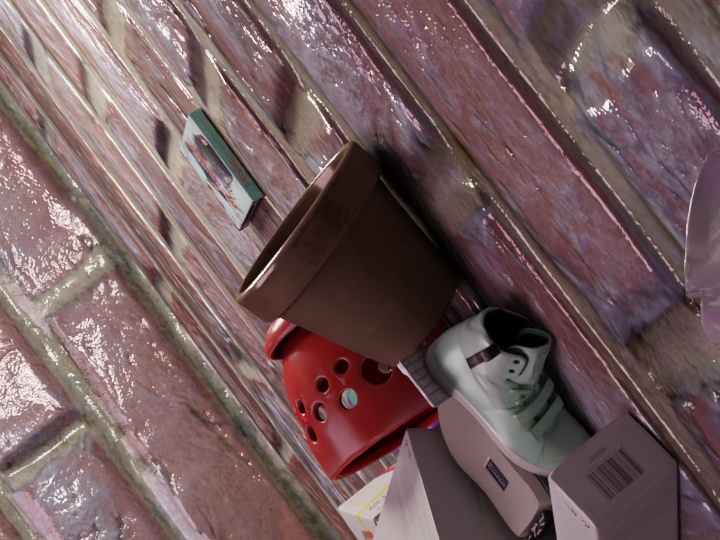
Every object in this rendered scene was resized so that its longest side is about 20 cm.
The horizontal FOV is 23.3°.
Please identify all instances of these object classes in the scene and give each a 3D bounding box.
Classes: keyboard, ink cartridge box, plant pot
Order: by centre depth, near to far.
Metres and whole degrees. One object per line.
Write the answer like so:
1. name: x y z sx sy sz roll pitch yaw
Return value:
1. plant pot: 0.000 0.000 1.735 0.174 0.201 0.200 36 168 -6
2. keyboard: 0.089 0.093 1.737 0.056 0.011 0.200 47 -158 9
3. plant pot: 0.004 0.102 1.895 0.183 0.199 0.201 55 168 12
4. ink cartridge box: 0.068 0.314 2.329 0.084 0.145 0.200 56 167 -6

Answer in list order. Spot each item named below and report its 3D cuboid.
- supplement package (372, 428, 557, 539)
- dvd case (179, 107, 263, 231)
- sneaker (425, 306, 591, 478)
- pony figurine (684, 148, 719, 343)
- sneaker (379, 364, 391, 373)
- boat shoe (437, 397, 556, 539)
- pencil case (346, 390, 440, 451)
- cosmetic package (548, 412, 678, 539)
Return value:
1. supplement package: 0.111 0.302 1.814 0.192 0.145 0.201 -106 24 -49
2. dvd case: -0.191 -0.134 2.367 0.147 0.022 0.200 54 168 2
3. sneaker: 0.164 0.118 1.648 0.200 0.074 0.118 39 144 -6
4. pony figurine: 0.240 -0.065 0.804 0.200 0.164 0.196 159 106 -80
5. sneaker: 0.022 0.051 2.032 0.081 0.077 0.201 5 137 36
6. boat shoe: 0.158 0.184 1.748 0.201 0.092 0.075 58 134 34
7. pencil case: 0.063 0.178 2.144 0.200 0.088 0.089 34 157 50
8. cosmetic package: 0.236 0.227 1.612 0.074 0.101 0.201 46 164 30
